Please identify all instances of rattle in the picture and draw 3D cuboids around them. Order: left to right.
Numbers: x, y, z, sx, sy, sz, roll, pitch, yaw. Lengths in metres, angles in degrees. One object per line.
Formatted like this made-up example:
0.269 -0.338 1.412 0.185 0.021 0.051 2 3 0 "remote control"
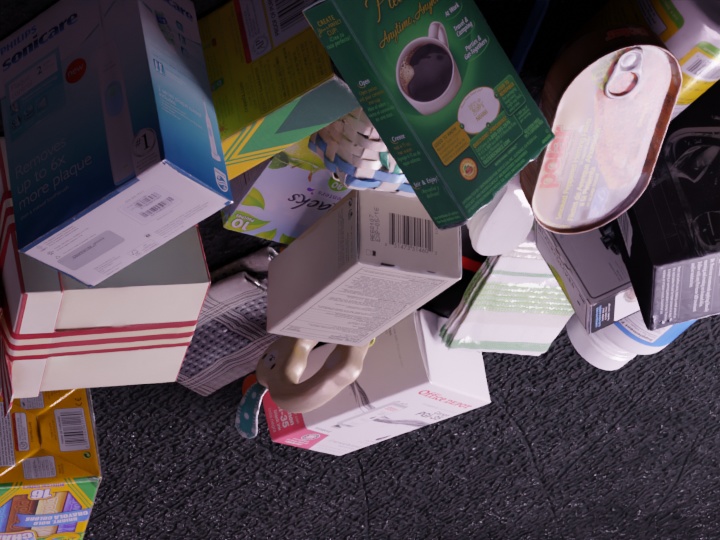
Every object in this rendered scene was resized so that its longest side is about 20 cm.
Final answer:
-0.093 0.075 1.752 0.199 0.132 0.142 -19 146 41 "rattle"

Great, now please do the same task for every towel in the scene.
-0.128 0.060 1.812 0.199 0.035 0.192 -25 146 16 "towel"
0.176 0.001 1.800 0.148 0.031 0.201 5 126 -38 "towel"

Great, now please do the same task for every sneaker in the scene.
0.132 -0.108 1.524 0.075 0.089 0.201 2 139 -29 "sneaker"

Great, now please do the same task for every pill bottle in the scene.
0.234 -0.175 1.515 0.110 0.112 0.200 12 140 -36 "pill bottle"
0.301 0.016 1.840 0.111 0.113 0.200 8 143 -31 "pill bottle"

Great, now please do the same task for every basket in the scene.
0.056 -0.161 1.460 0.175 0.139 0.202 7 107 -29 "basket"

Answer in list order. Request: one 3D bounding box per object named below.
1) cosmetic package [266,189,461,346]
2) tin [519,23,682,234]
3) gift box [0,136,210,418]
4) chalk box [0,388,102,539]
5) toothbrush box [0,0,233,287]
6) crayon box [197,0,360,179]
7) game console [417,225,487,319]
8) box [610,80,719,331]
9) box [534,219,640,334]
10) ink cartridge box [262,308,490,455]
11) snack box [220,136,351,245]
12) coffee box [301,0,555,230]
0.000 0.000 1.569 0.103 0.074 0.200 9 158 -24 "cosmetic package"
0.191 -0.113 1.449 0.111 0.042 0.201 -12 139 -23 "tin"
-0.248 0.010 1.548 0.185 0.186 0.201 -2 140 -22 "gift box"
-0.354 0.219 1.888 0.123 0.126 0.201 -1 145 -20 "chalk box"
-0.191 -0.114 1.360 0.146 0.202 0.085 -28 145 24 "toothbrush box"
-0.099 -0.146 1.416 0.199 0.128 0.051 -27 146 22 "crayon box"
0.075 -0.023 1.776 0.199 0.031 0.177 17 131 -41 "game console"
0.328 -0.077 1.621 0.194 0.202 0.124 -13 149 -2 "box"
0.278 -0.037 1.710 0.198 0.117 0.060 -25 151 -9 "box"
0.016 0.121 1.878 0.199 0.084 0.146 -22 158 26 "ink cartridge box"
-0.010 -0.078 1.607 0.198 0.053 0.142 14 134 -31 "snack box"
0.054 -0.148 1.361 0.123 0.201 0.044 -43 -164 -32 "coffee box"
